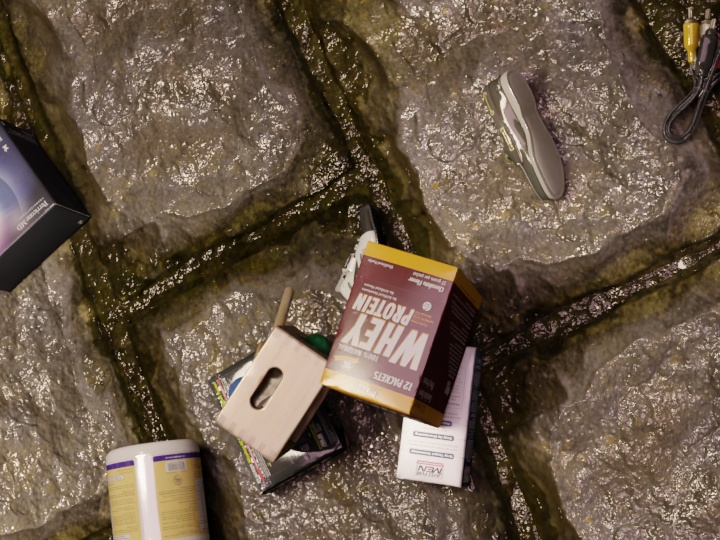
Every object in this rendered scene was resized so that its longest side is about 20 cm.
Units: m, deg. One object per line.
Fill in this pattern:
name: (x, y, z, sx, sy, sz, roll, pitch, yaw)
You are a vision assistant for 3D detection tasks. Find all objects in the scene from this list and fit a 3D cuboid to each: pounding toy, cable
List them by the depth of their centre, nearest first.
pounding toy: (-0.113, 0.141, 1.626, 0.142, 0.184, 0.201, 33, 91, 6)
cable: (0.498, -0.277, 1.649, 0.096, 0.050, 0.202, 14, 98, 1)

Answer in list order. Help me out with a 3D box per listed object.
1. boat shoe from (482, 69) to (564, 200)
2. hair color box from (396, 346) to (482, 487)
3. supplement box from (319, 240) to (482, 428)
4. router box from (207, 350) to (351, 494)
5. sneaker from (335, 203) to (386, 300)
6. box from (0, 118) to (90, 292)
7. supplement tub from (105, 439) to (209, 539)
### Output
boat shoe: (0.241, -0.194, 1.687, 0.060, 0.072, 0.203, -24, 86, 40)
hair color box: (0.117, 0.209, 1.663, 0.099, 0.060, 0.202, 5, 82, 18)
supplement box: (0.061, 0.093, 1.563, 0.132, 0.197, 0.202, 17, 82, 19)
router box: (-0.124, 0.217, 1.731, 0.149, 0.062, 0.201, -29, 75, 9)
sneaker: (0.000, 0.000, 1.722, 0.088, 0.074, 0.202, -8, 79, 13)
box: (-0.595, -0.108, 1.887, 0.200, 0.123, 0.199, -41, 75, 7)
supplement tub: (-0.305, 0.364, 1.719, 0.144, 0.145, 0.202, -11, 79, 14)
